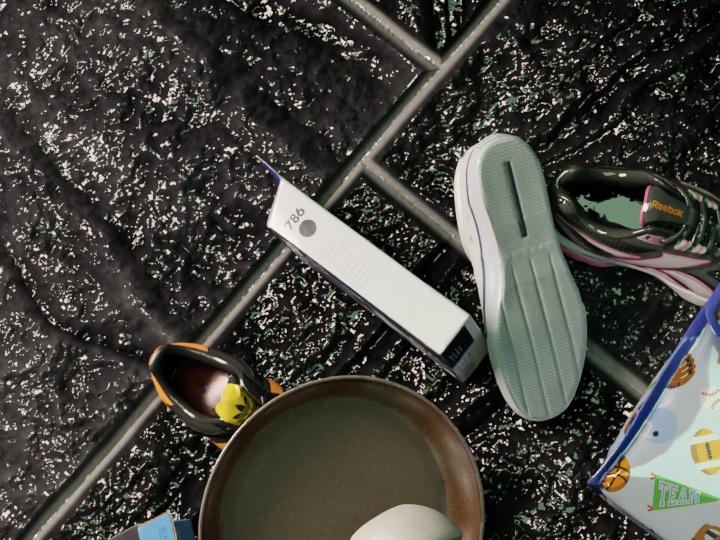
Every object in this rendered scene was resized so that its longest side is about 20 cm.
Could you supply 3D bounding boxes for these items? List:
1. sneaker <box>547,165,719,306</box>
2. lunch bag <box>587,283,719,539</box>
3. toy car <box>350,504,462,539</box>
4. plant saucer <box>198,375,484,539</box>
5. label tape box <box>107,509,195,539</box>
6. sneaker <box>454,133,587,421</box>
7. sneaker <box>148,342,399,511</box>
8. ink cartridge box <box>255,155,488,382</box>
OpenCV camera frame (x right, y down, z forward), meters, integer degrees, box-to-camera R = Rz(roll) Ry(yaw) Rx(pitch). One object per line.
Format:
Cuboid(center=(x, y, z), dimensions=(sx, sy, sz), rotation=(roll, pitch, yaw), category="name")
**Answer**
Cuboid(center=(0.217, -0.026, 0.980), dimensions=(0.198, 0.086, 0.081), rotation=(9, 77, 16), category="sneaker")
Cuboid(center=(0.265, 0.102, 0.908), dimensions=(0.169, 0.124, 0.201), rotation=(36, 86, 13), category="lunch bag")
Cuboid(center=(0.009, 0.249, 0.849), dimensions=(0.199, 0.150, 0.176), rotation=(-37, 71, 17), category="toy car")
Cuboid(center=(-0.013, 0.169, 0.966), dimensions=(0.198, 0.032, 0.202), rotation=(-1, 94, -15), category="plant saucer")
Cuboid(center=(-0.135, 0.246, 0.939), dimensions=(0.199, 0.063, 0.145), rotation=(-31, 70, 45), category="label tape box")
Cuboid(center=(0.112, 0.003, 1.006), dimensions=(0.072, 0.071, 0.202), rotation=(-9, 95, -10), category="sneaker")
Cuboid(center=(-0.067, 0.112, 1.008), dimensions=(0.199, 0.090, 0.070), rotation=(28, 82, 19), category="sneaker")
Cuboid(center=(0.000, 0.000, 1.020), dimensions=(0.200, 0.099, 0.039), rotation=(38, 87, 21), category="ink cartridge box")
